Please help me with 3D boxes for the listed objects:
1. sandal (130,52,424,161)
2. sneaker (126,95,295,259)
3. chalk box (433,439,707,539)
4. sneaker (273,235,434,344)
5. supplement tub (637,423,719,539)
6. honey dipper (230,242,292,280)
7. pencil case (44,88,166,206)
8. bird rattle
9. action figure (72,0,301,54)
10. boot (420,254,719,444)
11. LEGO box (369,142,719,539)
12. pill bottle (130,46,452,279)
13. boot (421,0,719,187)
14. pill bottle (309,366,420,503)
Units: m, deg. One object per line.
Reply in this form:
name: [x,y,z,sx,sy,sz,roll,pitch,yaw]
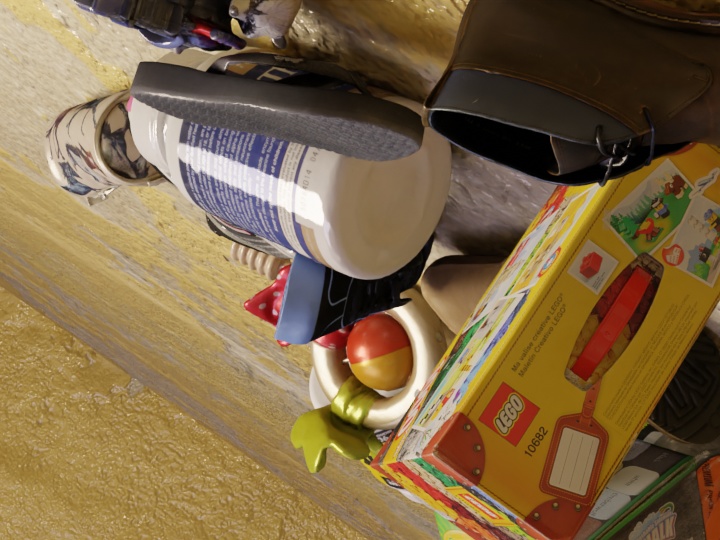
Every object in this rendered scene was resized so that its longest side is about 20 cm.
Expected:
sandal: [-0.051,-0.100,0.795,0.200,0.043,0.076,15,174,37]
sneaker: [-0.106,-0.069,1.130,0.200,0.074,0.087,36,160,-21]
chalk box: [0.137,0.178,0.924,0.124,0.124,0.201,13,124,48]
sneaker: [0.000,0.000,0.977,0.078,0.070,0.200,18,-154,6]
supplement tub: [0.188,0.152,1.061,0.200,0.123,0.123,21,160,46]
honey dipper: [-0.028,0.019,1.311,0.200,0.038,0.038,29,164,19]
pencil case: [-0.213,-0.105,1.249,0.090,0.078,0.200,61,159,-13]
bird rattle: [0.003,0.067,1.230,0.163,0.201,0.113,-16,169,32]
action figure: [-0.115,-0.180,0.757,0.193,0.105,0.200,30,-172,1]
boot: [0.139,0.044,0.964,0.175,0.066,0.200,47,165,-6]
LEGO box: [0.102,0.036,0.729,0.077,0.200,0.149,36,165,-3]
pill bottle: [-0.050,-0.076,0.905,0.200,0.111,0.111,24,162,38]
boot: [0.122,-0.058,0.592,0.200,0.097,0.075,31,165,21]
pill bottle: [0.039,0.143,1.395,0.114,0.114,0.200,25,163,36]
